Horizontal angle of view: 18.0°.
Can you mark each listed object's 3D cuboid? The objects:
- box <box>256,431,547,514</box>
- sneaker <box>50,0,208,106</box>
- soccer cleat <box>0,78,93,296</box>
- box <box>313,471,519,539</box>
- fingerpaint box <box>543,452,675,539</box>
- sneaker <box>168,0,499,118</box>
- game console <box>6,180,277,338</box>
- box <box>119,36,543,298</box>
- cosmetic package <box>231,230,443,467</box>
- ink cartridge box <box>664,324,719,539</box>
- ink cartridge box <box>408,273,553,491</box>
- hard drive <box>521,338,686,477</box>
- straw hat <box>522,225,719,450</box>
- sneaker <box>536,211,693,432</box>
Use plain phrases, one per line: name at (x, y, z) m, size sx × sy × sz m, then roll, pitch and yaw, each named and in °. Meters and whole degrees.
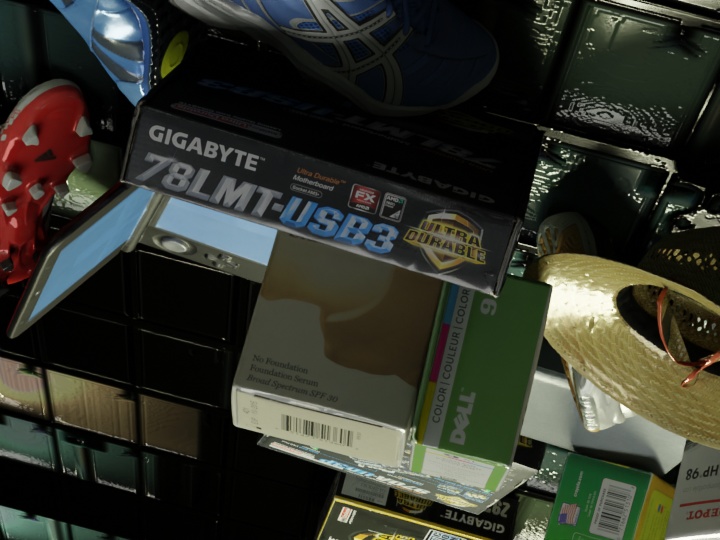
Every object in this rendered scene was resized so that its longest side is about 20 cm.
box at (0.031, 0.128, 1.791) m, size 0.199 × 0.046 × 0.159 m, roll 18°, pitch 158°, yaw -8°
sneaker at (-0.133, -0.152, 1.222) m, size 0.078 × 0.066 × 0.200 m, roll 23°, pitch 160°, yaw 16°
soccer cleat at (-0.223, -0.066, 1.470) m, size 0.068 × 0.085 × 0.200 m, roll -15°, pitch 150°, yaw -26°
box at (0.045, 0.230, 2.026) m, size 0.159 × 0.050 × 0.200 m, roll 14°, pitch 158°, yaw -3°
fingerpaint box at (0.182, 0.252, 1.740) m, size 0.073 × 0.201 × 0.167 m, roll 14°, pitch 173°, yaw 22°
sneaker at (-0.007, -0.136, 1.148) m, size 0.199 × 0.076 × 0.077 m, roll 19°, pitch 153°, yaw -30°
game console at (-0.121, -0.007, 1.473) m, size 0.172 × 0.119 × 0.200 m, roll 19°, pitch 158°, yaw -10°
box at (-0.008, -0.060, 1.191) m, size 0.199 × 0.050 × 0.199 m, roll 16°, pitch -164°, yaw 4°
cosmetic package at (0.000, 0.000, 1.303) m, size 0.105 × 0.201 × 0.071 m, roll 13°, pitch 157°, yaw 3°
ink cartridge box at (0.262, 0.121, 1.422) m, size 0.067 × 0.201 × 0.116 m, roll 29°, pitch 154°, yaw -29°
ink cartridge box at (0.066, 0.058, 1.263) m, size 0.059 × 0.104 × 0.200 m, roll 14°, pitch 169°, yaw 4°
hard drive at (0.147, 0.092, 1.649) m, size 0.199 × 0.033 × 0.140 m, roll 17°, pitch 158°, yaw -5°
straw hat at (0.200, 0.021, 1.320) m, size 0.201 × 0.085 × 0.201 m, roll 30°, pitch 159°, yaw 13°
sneaker at (0.166, 0.021, 1.444) m, size 0.087 × 0.076 × 0.200 m, roll -17°, pitch 144°, yaw 1°
